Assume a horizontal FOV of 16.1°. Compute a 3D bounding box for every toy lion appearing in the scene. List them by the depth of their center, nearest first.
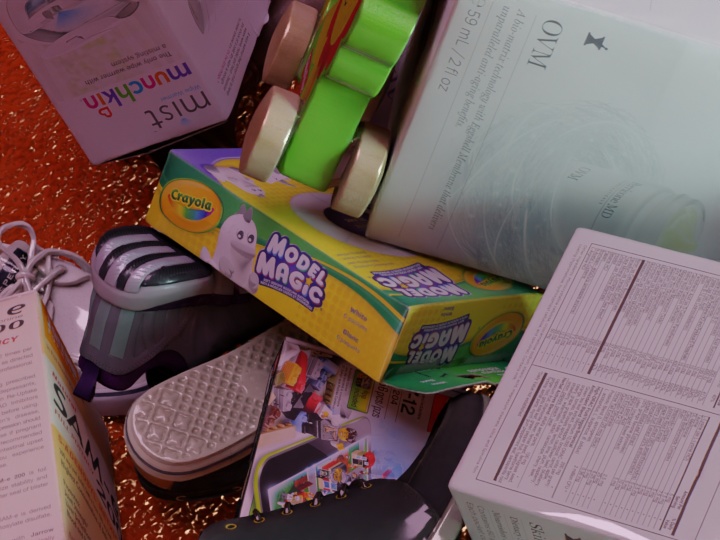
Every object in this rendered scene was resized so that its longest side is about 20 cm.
[{"bbox_3d":[0.009,-0.138,1.238,0.069,0.192,0.200,22,24,-7],"label":"toy lion"}]

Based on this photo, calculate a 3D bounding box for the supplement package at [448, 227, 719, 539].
[{"bbox_3d":[0.173,0.102,1.168,0.200,0.152,0.151,15,61,26],"label":"supplement package"}]

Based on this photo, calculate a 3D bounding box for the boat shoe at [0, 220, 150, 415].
[{"bbox_3d":[-0.184,0.013,1.400,0.202,0.086,0.075,20,57,30],"label":"boat shoe"}]

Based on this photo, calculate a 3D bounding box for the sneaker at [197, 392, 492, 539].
[{"bbox_3d":[-0.011,0.117,1.179,0.106,0.075,0.200,27,53,6],"label":"sneaker"}]

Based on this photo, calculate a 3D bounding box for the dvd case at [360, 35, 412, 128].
[{"bbox_3d":[0.084,-0.096,1.395,0.200,0.018,0.143,-22,77,-22],"label":"dvd case"}]

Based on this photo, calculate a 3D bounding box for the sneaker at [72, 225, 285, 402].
[{"bbox_3d":[-0.081,0.019,1.350,0.074,0.088,0.200,33,22,31],"label":"sneaker"}]

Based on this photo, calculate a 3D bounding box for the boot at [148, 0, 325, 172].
[{"bbox_3d":[-0.050,-0.124,1.504,0.200,0.064,0.186,-37,48,-23],"label":"boot"}]

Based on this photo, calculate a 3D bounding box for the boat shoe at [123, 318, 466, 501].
[{"bbox_3d":[-0.033,0.068,1.326,0.200,0.062,0.075,-21,63,-23],"label":"boat shoe"}]

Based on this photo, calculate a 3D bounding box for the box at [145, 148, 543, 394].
[{"bbox_3d":[0.000,0.000,1.281,0.200,0.048,0.117,35,24,31],"label":"box"}]

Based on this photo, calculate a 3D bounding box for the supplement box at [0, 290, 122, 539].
[{"bbox_3d":[-0.166,0.127,1.267,0.073,0.126,0.200,-16,48,3],"label":"supplement box"}]

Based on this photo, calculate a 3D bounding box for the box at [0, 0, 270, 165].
[{"bbox_3d":[-0.132,-0.194,1.432,0.096,0.177,0.200,-17,35,21],"label":"box"}]

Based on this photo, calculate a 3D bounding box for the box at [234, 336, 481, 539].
[{"bbox_3d":[-0.010,0.138,1.233,0.110,0.035,0.200,16,58,-5],"label":"box"}]

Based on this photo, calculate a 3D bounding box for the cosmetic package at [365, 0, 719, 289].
[{"bbox_3d":[0.127,-0.088,1.224,0.199,0.200,0.123,15,52,-4],"label":"cosmetic package"}]
